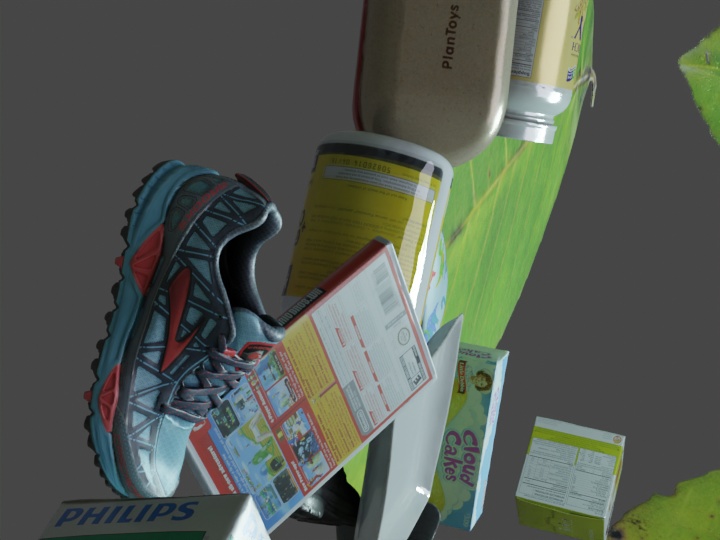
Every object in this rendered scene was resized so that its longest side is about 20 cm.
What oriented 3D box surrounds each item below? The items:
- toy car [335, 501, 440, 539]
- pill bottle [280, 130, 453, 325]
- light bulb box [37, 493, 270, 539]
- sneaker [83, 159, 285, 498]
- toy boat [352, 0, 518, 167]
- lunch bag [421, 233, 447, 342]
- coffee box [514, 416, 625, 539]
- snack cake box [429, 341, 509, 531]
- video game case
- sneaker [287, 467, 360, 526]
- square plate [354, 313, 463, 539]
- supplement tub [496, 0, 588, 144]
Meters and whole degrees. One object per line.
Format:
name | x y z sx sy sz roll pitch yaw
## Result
toy car | 0.025 0.327 1.206 0.158 0.164 0.201 11 78 -74
pill bottle | 0.000 0.000 0.951 0.112 0.112 0.200 35 67 -72
light bulb box | -0.109 0.253 0.618 0.200 0.125 0.199 -65 142 -52
sneaker | -0.094 0.042 0.688 0.079 0.095 0.200 -6 106 -73
toy boat | 0.054 -0.184 1.041 0.131 0.130 0.200 -161 -103 -75
lunch bag | 0.018 0.045 1.097 0.161 0.082 0.200 69 36 -64
coffee box | 0.463 0.465 2.680 0.200 0.200 0.198 71 34 -59
snack cake box | 0.093 0.182 1.385 0.067 0.115 0.200 -27 126 -70
video game case | -0.034 0.087 0.855 0.200 0.017 0.143 -40 133 -23
sneaker | -0.038 0.164 1.011 0.200 0.076 0.091 57 39 -71
square plate | 0.039 0.156 1.056 0.198 0.028 0.200 -41 143 -63
supplement tub | 0.157 -0.240 1.264 0.145 0.145 0.200 -17 117 -72
